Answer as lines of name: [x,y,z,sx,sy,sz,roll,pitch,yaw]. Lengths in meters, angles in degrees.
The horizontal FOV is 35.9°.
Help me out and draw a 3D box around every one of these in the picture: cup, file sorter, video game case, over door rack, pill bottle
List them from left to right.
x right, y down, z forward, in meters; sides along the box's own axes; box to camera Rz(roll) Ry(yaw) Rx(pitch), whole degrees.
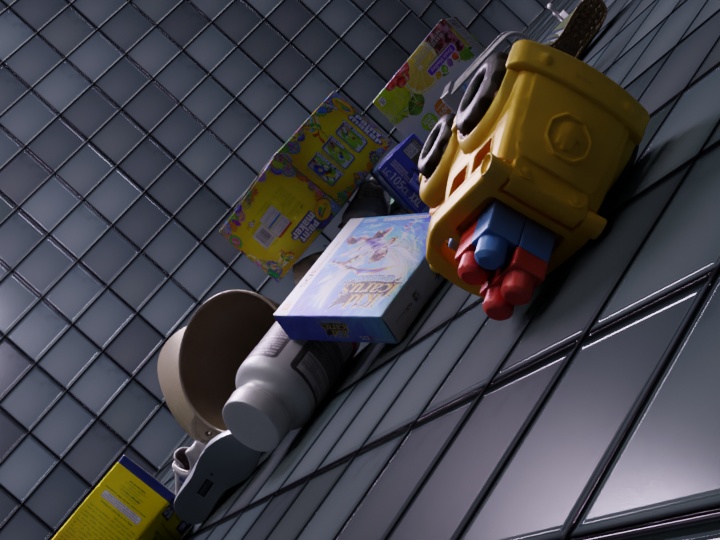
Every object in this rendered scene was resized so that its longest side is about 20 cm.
cup: [-0.228,0.201,1.803,0.200,0.199,0.144,-47,31,22]
cup: [-0.143,0.133,1.611,0.201,0.201,0.143,-47,-23,17]
pill bottle: [-0.089,0.130,1.402,0.111,0.111,0.200,-44,6,47]
video game case: [0.015,0.006,1.332,0.199,0.046,0.182,-2,42,48]
file sorter: [0.195,-0.221,1.409,0.125,0.139,0.200,-45,5,13]
over door rack: [0.485,-0.620,2.454,0.148,0.066,0.200,-49,4,13]

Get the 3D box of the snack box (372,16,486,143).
snack box: [0.144,-0.240,1.631,0.169,0.200,0.068,-47,-6,29]

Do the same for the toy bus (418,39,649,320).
toy bus: [0.112,-0.043,0.865,0.200,0.135,0.194,-46,20,58]

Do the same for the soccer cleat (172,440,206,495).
soccer cleat: [-0.259,0.312,1.722,0.070,0.086,0.200,-51,4,-35]

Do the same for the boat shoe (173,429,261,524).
boat shoe: [-0.190,0.261,1.537,0.201,0.071,0.091,-49,7,33]

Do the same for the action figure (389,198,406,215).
action figure: [0.097,-0.104,1.790,0.199,0.055,0.118,-34,-35,21]

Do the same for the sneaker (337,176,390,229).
sneaker: [0.012,-0.098,1.671,0.200,0.075,0.082,-76,-1,-81]

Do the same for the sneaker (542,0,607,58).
sneaker: [0.320,-0.349,1.790,0.200,0.067,0.090,-48,-3,9]

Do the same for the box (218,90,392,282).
box: [-0.082,-0.126,1.655,0.200,0.122,0.193,-47,6,44]

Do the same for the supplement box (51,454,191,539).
supplement box: [-0.350,0.389,1.585,0.201,0.109,0.109,-51,-27,-20]

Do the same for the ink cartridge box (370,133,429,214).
ink cartridge box: [0.088,-0.118,1.565,0.076,0.137,0.200,-44,4,-2]

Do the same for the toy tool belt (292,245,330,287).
toy tool belt: [0.000,0.000,1.684,0.123,0.126,0.199,-37,-18,34]
